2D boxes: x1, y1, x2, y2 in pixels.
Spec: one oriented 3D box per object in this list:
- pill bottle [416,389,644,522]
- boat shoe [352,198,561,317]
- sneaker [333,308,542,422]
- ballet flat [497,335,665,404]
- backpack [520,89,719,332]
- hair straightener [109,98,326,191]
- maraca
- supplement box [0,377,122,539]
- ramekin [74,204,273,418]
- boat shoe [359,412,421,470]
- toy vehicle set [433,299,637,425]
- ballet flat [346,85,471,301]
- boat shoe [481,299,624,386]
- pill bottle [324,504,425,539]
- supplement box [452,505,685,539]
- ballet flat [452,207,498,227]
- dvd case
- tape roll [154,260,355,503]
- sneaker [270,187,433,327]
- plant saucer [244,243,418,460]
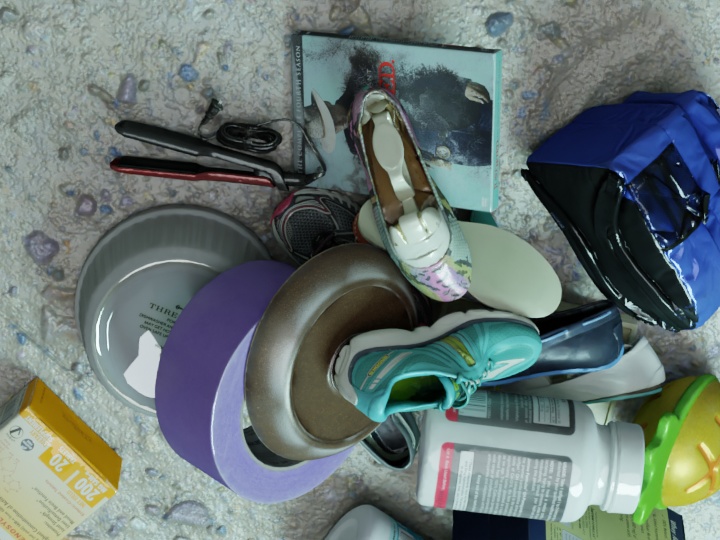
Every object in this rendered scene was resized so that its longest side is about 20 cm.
[{"bbox_3d":[0.153,0.169,1.400,0.198,0.111,0.112,7,110,1],"label":"pill bottle"},{"bbox_3d":[0.086,-0.009,1.395,0.198,0.063,0.072,22,73,0],"label":"boat shoe"},{"bbox_3d":[0.075,0.090,1.328,0.198,0.080,0.078,-12,128,-26],"label":"sneaker"},{"bbox_3d":[0.195,0.107,1.489,0.198,0.070,0.070,-14,111,-4],"label":"ballet flat"},{"bbox_3d":[0.280,-0.054,1.406,0.167,0.162,0.201,-36,109,-13],"label":"backpack"},{"bbox_3d":[-0.127,-0.115,1.399,0.198,0.041,0.078,9,109,3],"label":"hair straightener"},{"bbox_3d":[0.307,0.171,1.490,0.106,0.200,0.138,18,110,27],"label":"maraca"},{"bbox_3d":[-0.347,0.220,1.498,0.200,0.074,0.126,-40,108,10],"label":"supplement box"},{"bbox_3d":[-0.170,0.047,1.439,0.200,0.094,0.204,-2,111,-4],"label":"ramekin"},{"bbox_3d":[-0.002,0.111,1.495,0.072,0.062,0.201,-29,109,9],"label":"boat shoe"},{"bbox_3d":[0.163,0.089,1.521,0.198,0.027,0.125,10,109,-9],"label":"toy vehicle set"},{"bbox_3d":[0.038,-0.066,1.326,0.069,0.071,0.202,-22,88,6],"label":"ballet flat"},{"bbox_3d":[0.145,0.058,1.435,0.198,0.084,0.069,-8,114,-15],"label":"boat shoe"},{"bbox_3d":[0.055,0.332,1.558,0.199,0.111,0.111,36,104,-16],"label":"pill bottle"},{"bbox_3d":[0.205,0.302,1.499,0.199,0.201,0.134,30,123,-15],"label":"supplement box"},{"bbox_3d":[0.085,-0.057,1.446,0.072,0.072,0.201,-24,111,4],"label":"ballet flat"},{"bbox_3d":[0.030,-0.135,1.378,0.198,0.022,0.147,10,113,24],"label":"dvd case"},{"bbox_3d":[-0.079,0.098,1.368,0.199,0.085,0.202,-20,121,-37],"label":"tape roll"},{"bbox_3d":[0.000,0.000,1.447,0.200,0.075,0.081,41,102,-17],"label":"sneaker"},{"bbox_3d":[-0.015,0.077,1.339,0.199,0.032,0.202,-22,123,-38],"label":"plant saucer"}]
